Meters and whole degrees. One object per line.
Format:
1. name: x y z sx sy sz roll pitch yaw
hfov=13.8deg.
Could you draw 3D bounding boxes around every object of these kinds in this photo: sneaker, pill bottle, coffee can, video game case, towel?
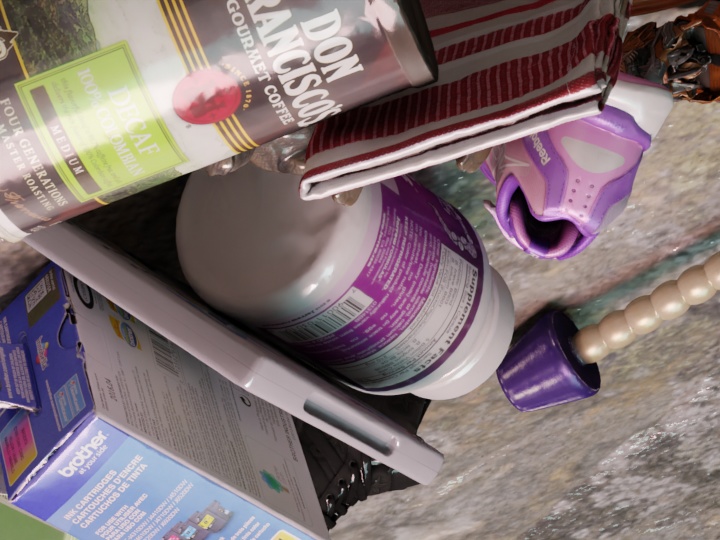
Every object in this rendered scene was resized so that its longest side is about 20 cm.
1. sneaker: 0.092 -0.048 1.477 0.080 0.089 0.200 15 173 -8
2. sneaker: -0.006 0.107 1.678 0.103 0.201 0.060 11 153 -1
3. pill bottle: 0.000 0.000 1.548 0.112 0.113 0.200 -28 149 19
4. coffee can: -0.083 -0.114 1.270 0.199 0.147 0.146 -21 151 7
5. video game case: -0.072 0.033 1.502 0.022 0.200 0.182 -58 144 -1
6. towel: 0.050 -0.098 1.320 0.143 0.200 0.023 -17 112 17

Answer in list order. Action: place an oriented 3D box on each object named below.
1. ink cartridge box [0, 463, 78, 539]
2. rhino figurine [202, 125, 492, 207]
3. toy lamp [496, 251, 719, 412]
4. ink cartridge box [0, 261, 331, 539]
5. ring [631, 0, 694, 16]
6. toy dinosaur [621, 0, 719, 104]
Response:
1. ink cartridge box: -0.198 0.129 1.648 0.199 0.048 0.145 7 -174 -39
2. rhino figurine: -0.029 -0.072 1.401 0.199 0.087 0.060 -14 131 -44
3. toy lamp: 0.169 0.022 1.738 0.199 0.058 0.058 -31 148 18
4. ink cartridge box: -0.121 0.083 1.559 0.200 0.137 0.076 34 111 -33
5. ring: 0.146 -0.186 1.403 0.199 0.019 0.201 -14 150 -8
6. toy dinosaur: 0.228 -0.123 1.474 0.200 0.136 0.102 -36 118 -9
